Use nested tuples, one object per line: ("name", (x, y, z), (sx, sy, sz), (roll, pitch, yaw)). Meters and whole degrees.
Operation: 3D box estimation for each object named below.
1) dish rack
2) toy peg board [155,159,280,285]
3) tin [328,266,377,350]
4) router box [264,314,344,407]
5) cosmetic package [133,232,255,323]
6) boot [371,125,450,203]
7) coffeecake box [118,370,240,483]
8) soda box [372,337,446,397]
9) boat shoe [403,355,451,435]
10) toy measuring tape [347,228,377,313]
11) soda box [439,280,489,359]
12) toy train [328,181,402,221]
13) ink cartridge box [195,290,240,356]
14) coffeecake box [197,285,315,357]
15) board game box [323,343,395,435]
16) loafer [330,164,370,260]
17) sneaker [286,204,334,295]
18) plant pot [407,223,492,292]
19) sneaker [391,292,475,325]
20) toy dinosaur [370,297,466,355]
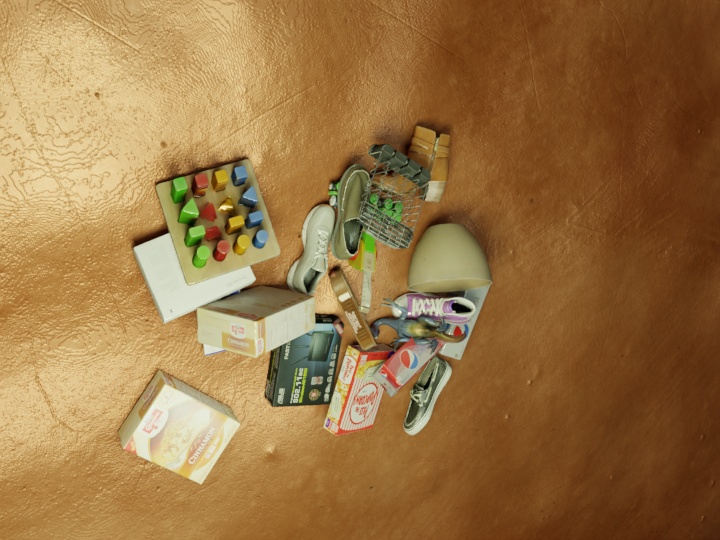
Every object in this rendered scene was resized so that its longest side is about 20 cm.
("dish rack", (0.066, -0.151, 1.595), (0.151, 0.054, 0.205), (27, 71, -26))
("toy peg board", (-0.266, -0.104, 1.460), (0.195, 0.098, 0.205), (-18, 86, -21))
("tin", (-0.018, 0.087, 1.701), (0.041, 0.113, 0.203), (-24, 113, 5))
("router box", (-0.127, 0.200, 1.709), (0.146, 0.062, 0.206), (2, 106, -29))
("cosmetic package", (-0.325, -0.008, 1.499), (0.196, 0.052, 0.154), (-24, 86, -21))
("boot", (0.115, -0.242, 1.694), (0.195, 0.076, 0.160), (7, 98, -23))
("coffeecake box", (-0.378, 0.329, 1.597), (0.199, 0.073, 0.155), (35, 89, -32))
("soda box", (0.119, 0.205, 1.790), (0.070, 0.064, 0.199), (45, 49, 8))
("boat shoe", (0.153, 0.308, 1.902), (0.063, 0.070, 0.203), (34, 81, -33))
("toy measuring tape", (0.000, 0.000, 1.685), (0.072, 0.073, 0.206), (16, 66, -32))
("soda box", (0.244, 0.111, 1.886), (0.067, 0.063, 0.205), (17, 97, -31))
("toy train", (0.012, -0.144, 1.680), (0.196, 0.041, 0.058), (15, 85, -32))
("ink cartridge box", (-0.296, 0.069, 1.589), (0.092, 0.037, 0.206), (-13, 109, -26))
("coffeecake box", (-0.206, 0.097, 1.529), (0.199, 0.150, 0.075), (-21, 117, -56))
("board game box", (-0.001, 0.275, 1.783), (0.150, 0.046, 0.205), (3, 107, -55))
("loafer", (-0.010, -0.120, 1.609), (0.073, 0.069, 0.206), (5, 96, -30))
("sneaker", (-0.090, -0.038, 1.634), (0.074, 0.092, 0.205), (14, 99, -31))
("plant pot", (0.201, -0.032, 1.760), (0.195, 0.199, 0.139), (2, 79, -29))
("sneaker", (0.172, 0.082, 1.778), (0.194, 0.114, 0.075), (2, 78, -3))
("toy dinosaur", (0.111, 0.147, 1.763), (0.198, 0.179, 0.108), (29, 74, -39))
